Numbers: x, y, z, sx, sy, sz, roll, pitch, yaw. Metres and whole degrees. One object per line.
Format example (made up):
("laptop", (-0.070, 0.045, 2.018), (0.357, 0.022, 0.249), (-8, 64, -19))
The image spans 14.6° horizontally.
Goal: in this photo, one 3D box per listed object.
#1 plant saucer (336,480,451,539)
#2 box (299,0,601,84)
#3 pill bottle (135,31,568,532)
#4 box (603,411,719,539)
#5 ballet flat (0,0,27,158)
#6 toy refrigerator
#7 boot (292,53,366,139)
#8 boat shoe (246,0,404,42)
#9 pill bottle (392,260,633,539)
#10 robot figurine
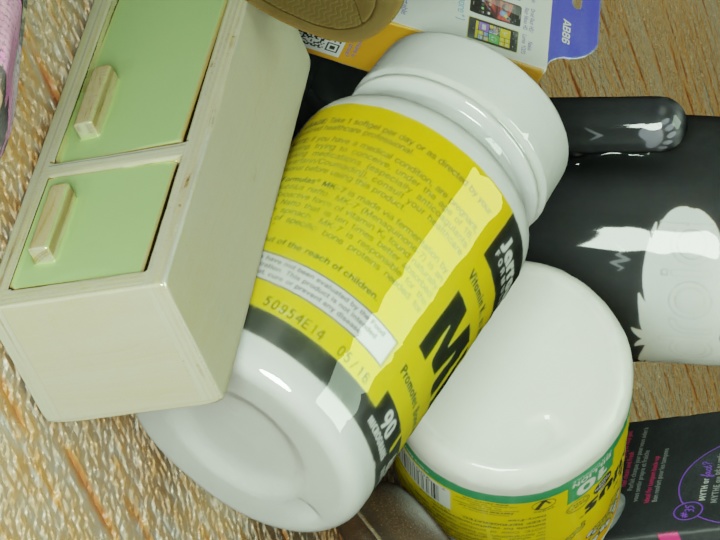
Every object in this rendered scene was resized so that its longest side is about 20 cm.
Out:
("plant saucer", (0.047, 0.172, 1.284), (0.201, 0.032, 0.200), (57, -9, 13))
("box", (0.011, -0.143, 1.256), (0.042, 0.199, 0.120), (123, -20, -49))
("pill bottle", (0.000, 0.000, 1.165), (0.200, 0.114, 0.115), (-54, 138, -31))
("box", (0.154, 0.154, 1.510), (0.122, 0.199, 0.107), (-64, 142, -58))
("ballet flat", (-0.141, -0.119, 0.993), (0.071, 0.069, 0.201), (82, 11, -70))
("toy refrigerator", (-0.080, -0.039, 1.105), (0.201, 0.075, 0.070), (-77, 152, -45))
("boot", (-0.012, -0.053, 1.310), (0.163, 0.073, 0.199), (67, 31, -32))
("boat shoe", (-0.056, -0.175, 1.115), (0.200, 0.074, 0.066), (43, 32, -9))
("pill bottle", (0.070, 0.086, 1.336), (0.200, 0.112, 0.113), (86, 6, -64))
("robot figurine", (0.129, -0.019, 1.379), (0.125, 0.199, 0.151), (-47, 139, -73))
